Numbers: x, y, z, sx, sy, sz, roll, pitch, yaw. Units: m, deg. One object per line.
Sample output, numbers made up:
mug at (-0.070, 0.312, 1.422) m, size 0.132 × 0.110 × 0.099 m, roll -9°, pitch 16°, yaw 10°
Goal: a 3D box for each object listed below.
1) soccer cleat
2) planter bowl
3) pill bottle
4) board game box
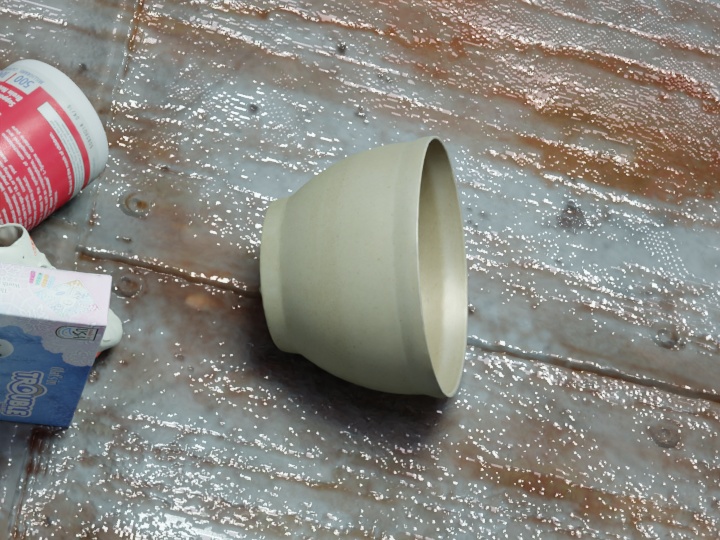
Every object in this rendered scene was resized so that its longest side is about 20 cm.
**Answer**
soccer cleat at (-0.247, 0.009, 1.611) m, size 0.200 × 0.078 × 0.069 m, roll 21°, pitch 7°, yaw -42°
planter bowl at (0.000, 0.000, 1.683) m, size 0.135 × 0.200 × 0.200 m, roll -3°, pitch 56°, yaw 13°
pill bottle at (-0.296, -0.065, 1.663) m, size 0.112 × 0.112 × 0.200 m, roll 41°, pitch 57°, yaw 10°
board game box at (-0.288, 0.048, 1.543) m, size 0.199 × 0.200 × 0.043 m, roll 7°, pitch 64°, yaw -12°
